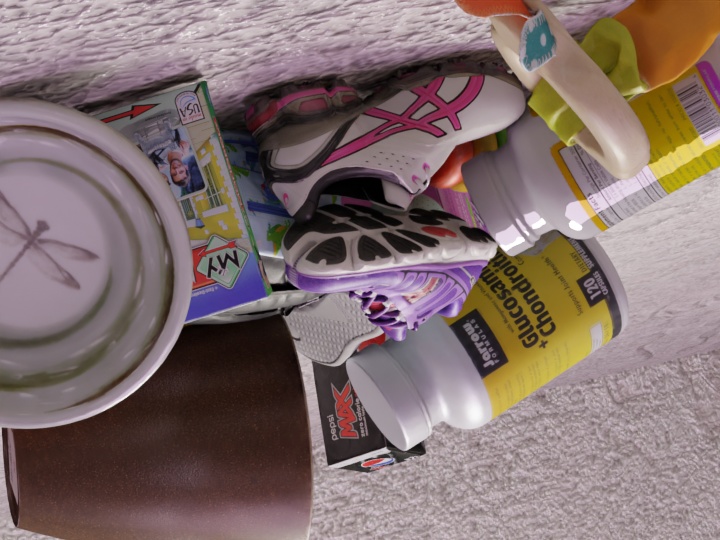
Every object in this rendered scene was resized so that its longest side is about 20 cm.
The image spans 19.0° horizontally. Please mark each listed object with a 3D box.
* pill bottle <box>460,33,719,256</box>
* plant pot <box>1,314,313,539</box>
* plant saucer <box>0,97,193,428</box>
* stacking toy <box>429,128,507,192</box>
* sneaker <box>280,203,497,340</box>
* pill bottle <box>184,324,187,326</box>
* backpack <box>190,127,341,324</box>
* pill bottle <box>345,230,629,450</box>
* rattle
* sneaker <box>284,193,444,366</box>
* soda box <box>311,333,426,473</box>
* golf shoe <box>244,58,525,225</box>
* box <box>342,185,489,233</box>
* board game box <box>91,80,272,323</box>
[{"bbox_3d":[0.171,-0.089,1.453,0.199,0.105,0.104,-29,168,13],"label":"pill bottle"},{"bbox_3d":[-0.152,0.128,1.540,0.199,0.188,0.187,-5,168,-15],"label":"plant pot"},{"bbox_3d":[-0.195,-0.008,1.236,0.199,0.201,0.050,-17,-160,5],"label":"plant saucer"},{"bbox_3d":[0.087,-0.083,1.540,0.199,0.086,0.085,-3,165,-39],"label":"stacking toy"},{"bbox_3d":[0.021,0.007,1.409,0.080,0.084,0.200,27,-166,34],"label":"sneaker"},{"bbox_3d":[-0.164,0.062,1.708,0.111,0.111,0.200,-26,-169,47],"label":"pill bottle"},{"bbox_3d":[-0.093,-0.025,1.426,0.199,0.154,0.163,19,145,-40],"label":"backpack"},{"bbox_3d":[0.093,0.048,1.606,0.200,0.112,0.112,-33,175,-14],"label":"pill bottle"},{"bbox_3d":[0.145,-0.150,1.271,0.142,0.131,0.200,-28,142,8],"label":"rattle"},{"bbox_3d":[0.000,0.000,1.576,0.118,0.074,0.200,-53,-165,-23],"label":"sneaker"},{"bbox_3d":[-0.001,0.073,1.901,0.071,0.201,0.063,-22,159,32],"label":"soda box"},{"bbox_3d":[0.024,-0.081,1.392,0.199,0.092,0.073,-13,168,-26],"label":"golf shoe"},{"bbox_3d":[0.006,-0.013,1.742,0.175,0.097,0.200,-18,171,12],"label":"box"},{"bbox_3d":[-0.167,-0.020,1.284,0.199,0.135,0.029,-17,-174,5],"label":"board game box"}]
